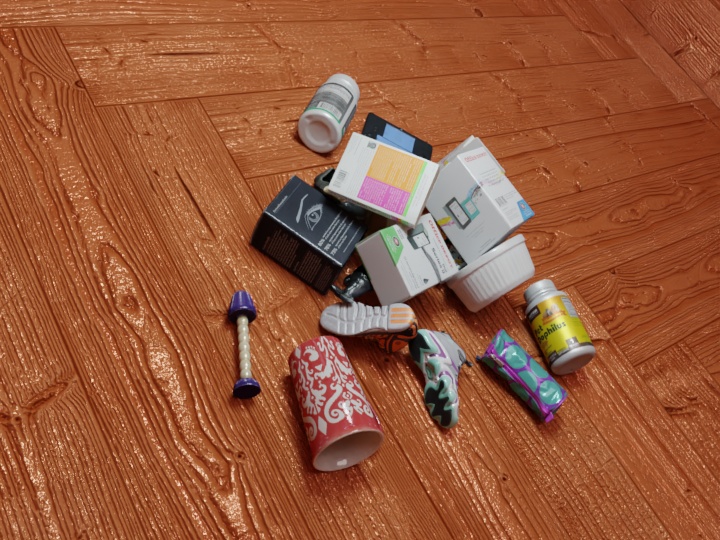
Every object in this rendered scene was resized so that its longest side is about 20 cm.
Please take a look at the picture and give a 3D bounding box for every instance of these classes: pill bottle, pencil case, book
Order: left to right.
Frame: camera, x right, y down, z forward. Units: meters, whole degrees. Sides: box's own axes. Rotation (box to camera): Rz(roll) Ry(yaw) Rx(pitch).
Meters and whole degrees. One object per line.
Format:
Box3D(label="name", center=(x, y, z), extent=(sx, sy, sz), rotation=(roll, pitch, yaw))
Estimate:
Box3D(label="pill bottle", center=(-0.072, -0.388, 1.840), extent=(0.111, 0.114, 0.202), rotation=(29, 45, -5))
Box3D(label="book", center=(0.047, -0.185, 1.539), extent=(0.196, 0.048, 0.136), rotation=(24, 79, 12))
Box3D(label="pencil case", center=(0.345, 0.224, 1.604), extent=(0.200, 0.086, 0.092), rotation=(44, 30, 10))
Box3D(label="pill bottle", center=(0.448, 0.126, 1.727), extent=(0.107, 0.110, 0.203), rotation=(-1, 55, -30))

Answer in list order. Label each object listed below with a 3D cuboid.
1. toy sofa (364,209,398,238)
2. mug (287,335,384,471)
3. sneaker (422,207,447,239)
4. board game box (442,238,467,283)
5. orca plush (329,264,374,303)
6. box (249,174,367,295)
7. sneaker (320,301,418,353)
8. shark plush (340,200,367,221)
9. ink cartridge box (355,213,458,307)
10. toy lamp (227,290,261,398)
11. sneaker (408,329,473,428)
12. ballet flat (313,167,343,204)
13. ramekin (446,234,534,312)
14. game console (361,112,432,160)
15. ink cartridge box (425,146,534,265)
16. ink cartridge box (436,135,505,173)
Box3D(label="toy sofa", center=(0.063, -0.160, 1.663), extent=(0.095, 0.205, 0.083), rotation=(-6, 28, -29))
Box3D(label="mug", center=(-0.049, 0.242, 1.357), extent=(0.131, 0.179, 0.203), rotation=(-23, 57, -1))
Box3D(label="sneaker", center=(0.139, -0.133, 1.777), extent=(0.072, 0.078, 0.201), rotation=(20, 26, -51))
Box3D(label="board game box", center=(0.210, -0.052, 1.774), extent=(0.198, 0.035, 0.126), rotation=(-25, 60, -41))
Box3D(label="orca plush", center=(0.000, 0.000, 1.560), extent=(0.103, 0.073, 0.198), rotation=(10, 21, 36))
Box3D(label="box", center=(-0.107, -0.075, 1.570), extent=(0.198, 0.105, 0.149), rotation=(35, 45, 0))
Box3D(label="sneaker", center=(0.020, 0.122, 1.507), extent=(0.194, 0.113, 0.079), rotation=(3, 57, 16))
Box3D(label="shark plush", center=(0.007, -0.162, 1.721), extent=(0.195, 0.084, 0.093), rotation=(5, 52, -27))
Box3D(label="ink cartridge box", center=(0.099, -0.023, 1.564), extent=(0.198, 0.083, 0.149), rotation=(-23, 85, -51))
Box3D(label="toy lamp", center=(-0.212, 0.130, 1.375), extent=(0.057, 0.059, 0.204), rotation=(6, 53, -25))
Box3D(label="sneaker", center=(0.185, 0.212, 1.529), extent=(0.138, 0.077, 0.205), rotation=(1, 66, -43))
Box3D(label="ballet flat", center=(-0.067, -0.190, 1.655), extent=(0.066, 0.057, 0.200), rotation=(35, 8, -19))
Box3D(label="ramekin", center=(0.297, 0.012, 1.677), extent=(0.200, 0.202, 0.096), rotation=(-25, 80, -41))
Box3D(label="game console", center=(0.091, -0.314, 1.934), extent=(0.196, 0.031, 0.179), rotation=(27, 46, -10))
Box3D(label="ink cartridge box", center=(0.262, -0.150, 1.712), extent=(0.202, 0.146, 0.146), rotation=(54, 36, 9))
Box3D(label="ink cartridge box", center=(0.258, -0.240, 1.834), extent=(0.117, 0.199, 0.068), rotation=(48, 43, -8))
